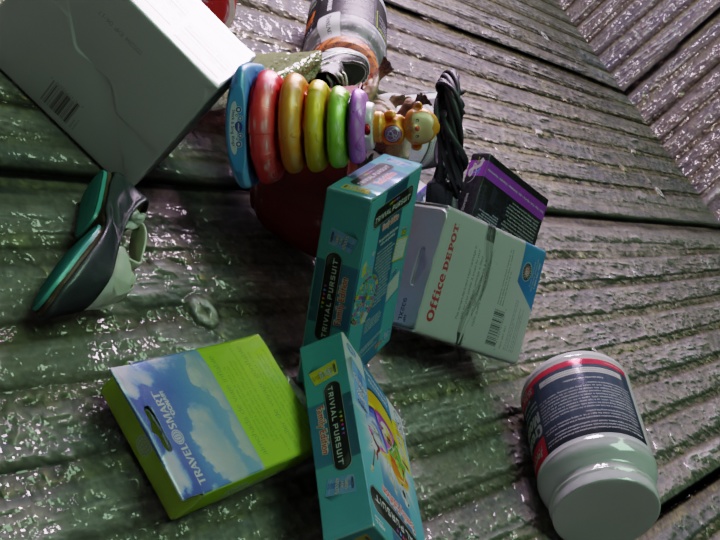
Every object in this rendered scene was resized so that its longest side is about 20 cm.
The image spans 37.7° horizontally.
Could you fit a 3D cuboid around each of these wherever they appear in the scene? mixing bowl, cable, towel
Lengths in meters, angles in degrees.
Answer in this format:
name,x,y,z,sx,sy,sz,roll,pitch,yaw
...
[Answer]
name,x,y,z,sx,sy,sz,roll,pitch,yaw
mixing bowl,-0.060,-0.109,1.146,0.107,0.202,0.201,7,34,1
cable,0.112,-0.162,1.287,0.050,0.201,0.165,6,56,7
towel,-0.132,-0.218,1.216,0.200,0.146,0.037,-54,140,-63

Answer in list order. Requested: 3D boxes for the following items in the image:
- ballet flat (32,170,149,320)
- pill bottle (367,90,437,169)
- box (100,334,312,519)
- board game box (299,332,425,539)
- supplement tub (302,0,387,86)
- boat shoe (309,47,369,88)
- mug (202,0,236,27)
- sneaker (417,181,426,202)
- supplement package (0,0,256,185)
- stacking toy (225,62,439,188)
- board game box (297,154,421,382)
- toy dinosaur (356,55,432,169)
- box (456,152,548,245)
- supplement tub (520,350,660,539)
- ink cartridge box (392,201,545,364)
name,x,y,z,sx,sy,sz,roll,pitch,yaw
ballet flat,-0.216,-0.015,0.892,0.073,0.073,0.201,37,27,-22
pill bottle,0.059,-0.192,1.473,0.114,0.113,0.199,53,27,9
box,-0.123,0.124,0.872,0.123,0.048,0.199,57,27,14
board game box,0.006,0.180,0.937,0.151,0.046,0.201,58,15,-44
supplement tub,-0.022,-0.327,1.515,0.122,0.122,0.201,37,29,-22
boat shoe,-0.050,-0.233,1.350,0.063,0.072,0.199,22,37,39
mug,-0.230,-0.381,1.312,0.134,0.175,0.202,74,6,-50
sneaker,0.093,-0.039,1.365,0.146,0.081,0.200,44,22,-1
supplement package,-0.233,-0.212,1.017,0.200,0.156,0.111,45,29,-8
stacking toy,-0.023,-0.136,1.004,0.110,0.197,0.118,-61,152,-76
board game box,0.000,0.000,1.055,0.046,0.202,0.151,16,22,16
toy dinosaur,0.014,-0.177,1.302,0.200,0.135,0.086,52,-1,40
box,0.169,-0.032,1.379,0.142,0.036,0.202,30,73,-41
supplement tub,0.271,0.209,1.251,0.140,0.140,0.201,34,30,-26
ink cartridge box,0.118,0.016,1.254,0.199,0.147,0.083,20,-5,-44
